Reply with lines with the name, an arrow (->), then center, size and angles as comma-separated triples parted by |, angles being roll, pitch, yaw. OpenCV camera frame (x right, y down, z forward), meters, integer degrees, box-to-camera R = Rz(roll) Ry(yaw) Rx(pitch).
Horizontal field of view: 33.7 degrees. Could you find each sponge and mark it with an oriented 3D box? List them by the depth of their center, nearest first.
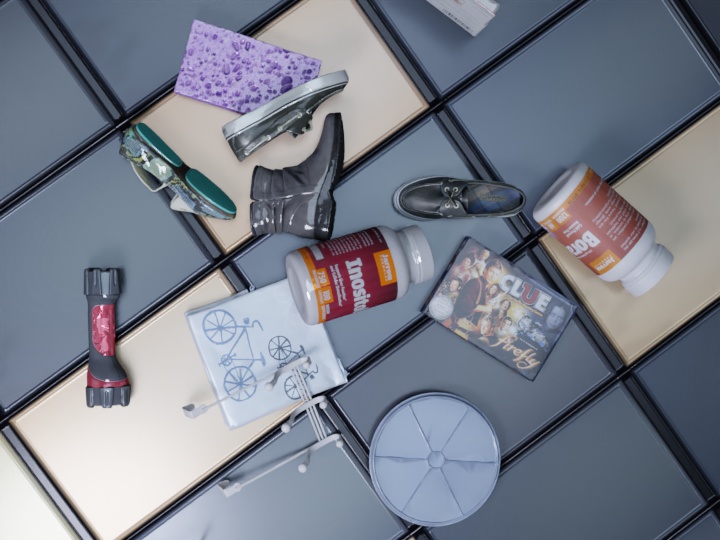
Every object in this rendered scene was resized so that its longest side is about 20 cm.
sponge -> -0.167, -0.286, 1.756 | 0.199, 0.030, 0.112 | 17, 90, -6

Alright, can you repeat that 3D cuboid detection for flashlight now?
flashlight -> -0.367, 0.097, 1.724 | 0.067, 0.068, 0.201 | 0, 92, -4

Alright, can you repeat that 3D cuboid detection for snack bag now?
snack bag -> -0.138, 0.114, 1.770 | 0.199, 0.021, 0.189 | -22, 93, -8

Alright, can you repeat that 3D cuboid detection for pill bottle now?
pill bottle -> 0.000, 0.000, 1.729 | 0.199, 0.113, 0.113 | -17, 92, -13
pill bottle -> 0.363, -0.057, 1.768 | 0.200, 0.112, 0.112 | 41, 87, -4

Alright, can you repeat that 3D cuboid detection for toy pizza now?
toy pizza -> 0.111, 0.283, 1.790 | 0.199, 0.032, 0.201 | 0, 90, -6

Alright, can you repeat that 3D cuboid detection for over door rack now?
over door rack -> -0.137, 0.232, 1.731 | 0.199, 0.067, 0.148 | -23, 105, -8

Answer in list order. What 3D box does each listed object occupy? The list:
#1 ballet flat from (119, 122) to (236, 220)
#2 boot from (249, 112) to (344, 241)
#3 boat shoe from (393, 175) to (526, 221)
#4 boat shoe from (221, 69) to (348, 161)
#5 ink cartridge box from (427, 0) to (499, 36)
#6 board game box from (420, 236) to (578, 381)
ballet flat -> -0.270, -0.129, 1.739 | 0.200, 0.074, 0.074 | 43, 87, -3
boot -> -0.096, -0.144, 1.749 | 0.131, 0.070, 0.201 | 8, 79, 7
boat shoe -> 0.150, -0.109, 1.775 | 0.199, 0.057, 0.069 | -1, 91, -6
boat shoe -> -0.100, -0.223, 1.719 | 0.199, 0.071, 0.064 | -28, 93, 3
ink cartridge box -> 0.111, -0.424, 1.708 | 0.200, 0.174, 0.044 | 36, 88, -5
board game box -> 0.209, 0.058, 1.794 | 0.200, 0.035, 0.136 | 32, 88, -5
